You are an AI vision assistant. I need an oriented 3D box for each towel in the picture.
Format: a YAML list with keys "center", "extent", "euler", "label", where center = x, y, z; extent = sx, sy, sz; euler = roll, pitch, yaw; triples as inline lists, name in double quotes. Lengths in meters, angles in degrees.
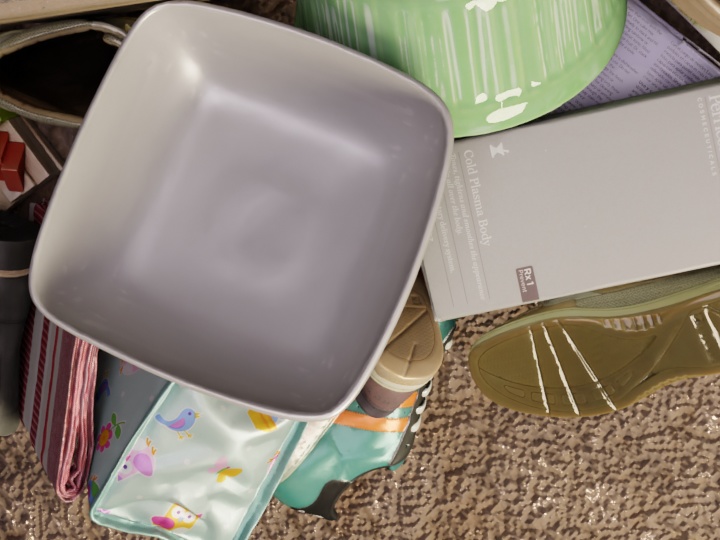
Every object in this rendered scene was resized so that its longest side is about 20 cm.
- center: [-0.192, 0.043, 1.077]
  extent: [0.023, 0.200, 0.145]
  euler: [5, 102, -21]
  label: "towel"

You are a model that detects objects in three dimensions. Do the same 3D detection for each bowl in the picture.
- center: [-0.058, -0.029, 0.929]
  extent: [0.199, 0.075, 0.201]
  euler: [21, 83, 10]
  label: "bowl"

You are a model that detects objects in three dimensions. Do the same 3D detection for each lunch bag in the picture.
- center: [-0.089, 0.051, 1.057]
  extent: [0.121, 0.170, 0.201]
  euler: [25, 103, -23]
  label: "lunch bag"

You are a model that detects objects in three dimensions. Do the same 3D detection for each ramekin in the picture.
- center: [0.052, -0.182, 0.978]
  extent: [0.198, 0.201, 0.098]
  euler: [-2, 140, 9]
  label: "ramekin"

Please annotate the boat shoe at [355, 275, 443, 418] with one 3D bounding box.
- center: [0.000, 0.000, 1.053]
  extent: [0.071, 0.201, 0.065]
  euler: [9, 137, -28]
  label: "boat shoe"

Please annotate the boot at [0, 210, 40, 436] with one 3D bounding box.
- center: [-0.300, 0.019, 1.124]
  extent: [0.199, 0.077, 0.139]
  euler: [19, 111, 32]
  label: "boot"

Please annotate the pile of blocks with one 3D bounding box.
- center: [-0.257, -0.132, 1.113]
  extent: [0.081, 0.062, 0.202]
  euler: [-11, 98, 11]
  label: "pile of blocks"

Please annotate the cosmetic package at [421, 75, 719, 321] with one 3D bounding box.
- center: [0.133, -0.043, 1.007]
  extent: [0.199, 0.090, 0.108]
  euler: [-13, 95, 14]
  label: "cosmetic package"

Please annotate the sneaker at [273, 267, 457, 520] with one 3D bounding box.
- center: [0.015, 0.077, 1.113]
  extent: [0.080, 0.071, 0.200]
  euler: [40, 98, -21]
  label: "sneaker"

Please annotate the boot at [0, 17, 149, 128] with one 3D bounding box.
- center: [-0.131, -0.120, 1.032]
  extent: [0.198, 0.155, 0.073]
  euler: [-1, 97, -11]
  label: "boot"

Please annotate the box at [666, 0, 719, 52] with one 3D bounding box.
- center: [0.238, -0.141, 1.025]
  extent: [0.200, 0.041, 0.039]
  euler: [46, 115, 8]
  label: "box"

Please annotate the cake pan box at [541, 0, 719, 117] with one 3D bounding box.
- center: [0.165, -0.059, 1.067]
  extent: [0.200, 0.052, 0.185]
  euler: [38, 106, 1]
  label: "cake pan box"

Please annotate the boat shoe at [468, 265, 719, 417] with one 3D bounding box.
- center: [0.164, 0.034, 1.039]
  extent: [0.199, 0.063, 0.074]
  euler: [-18, 114, 19]
  label: "boat shoe"

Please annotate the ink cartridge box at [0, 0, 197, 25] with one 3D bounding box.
- center: [-0.133, -0.192, 1.011]
  extent: [0.163, 0.200, 0.076]
  euler: [-7, 98, 9]
  label: "ink cartridge box"

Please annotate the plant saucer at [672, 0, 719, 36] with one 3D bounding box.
- center: [0.200, -0.210, 0.973]
  extent: [0.029, 0.200, 0.201]
  euler: [-32, 95, 42]
  label: "plant saucer"
